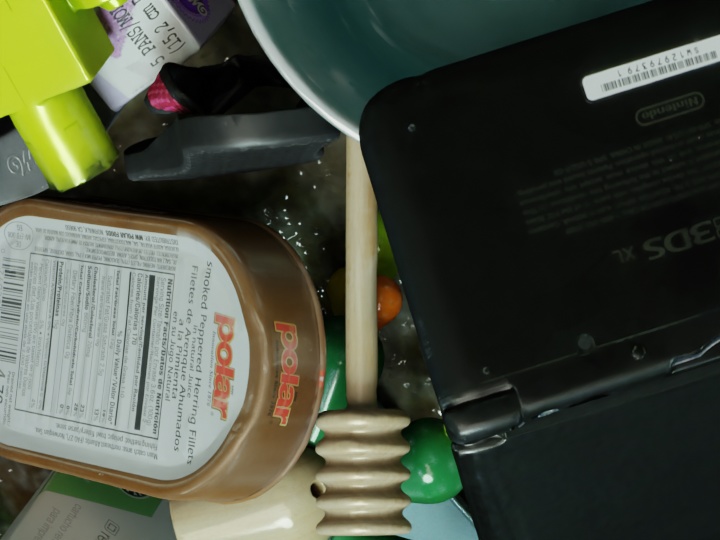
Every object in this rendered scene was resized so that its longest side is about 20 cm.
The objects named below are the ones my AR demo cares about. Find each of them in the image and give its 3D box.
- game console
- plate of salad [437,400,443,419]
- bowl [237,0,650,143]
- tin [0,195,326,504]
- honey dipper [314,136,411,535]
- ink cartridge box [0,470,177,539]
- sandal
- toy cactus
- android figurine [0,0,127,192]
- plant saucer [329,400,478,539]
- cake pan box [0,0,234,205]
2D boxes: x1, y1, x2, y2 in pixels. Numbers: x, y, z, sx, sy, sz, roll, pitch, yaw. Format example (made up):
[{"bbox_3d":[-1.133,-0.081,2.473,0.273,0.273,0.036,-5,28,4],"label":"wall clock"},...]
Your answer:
[{"bbox_3d":[0.117,0.005,0.983,0.199,0.116,0.177,-17,80,0],"label":"game console"},{"bbox_3d":[0.121,0.014,1.072,0.200,0.199,0.048,-51,52,30],"label":"plate of salad"},{"bbox_3d":[0.052,-0.128,1.030,0.199,0.105,0.203,0,89,2],"label":"bowl"},{"bbox_3d":[-0.094,0.030,1.156,0.199,0.042,0.113,8,96,45],"label":"tin"},{"bbox_3d":[0.000,0.000,1.114,0.038,0.038,0.202,-2,85,18],"label":"honey dipper"},{"bbox_3d":[-0.071,0.174,1.219,0.200,0.145,0.088,38,119,-3],"label":"ink cartridge box"},{"bbox_3d":[-0.046,-0.061,1.090,0.075,0.200,0.045,-8,89,-12],"label":"sandal"},{"bbox_3d":[0.005,0.076,1.167,0.164,0.102,0.201,-16,97,4],"label":"toy cactus"},{"bbox_3d":[-0.175,-0.112,1.109,0.181,0.041,0.201,-21,109,25],"label":"android figurine"},{"bbox_3d":[-0.022,0.064,1.223,0.070,0.019,0.200,-35,101,28],"label":"plant saucer"},{"bbox_3d":[-0.175,-0.122,1.157,0.184,0.052,0.200,-30,105,29],"label":"cake pan box"}]
